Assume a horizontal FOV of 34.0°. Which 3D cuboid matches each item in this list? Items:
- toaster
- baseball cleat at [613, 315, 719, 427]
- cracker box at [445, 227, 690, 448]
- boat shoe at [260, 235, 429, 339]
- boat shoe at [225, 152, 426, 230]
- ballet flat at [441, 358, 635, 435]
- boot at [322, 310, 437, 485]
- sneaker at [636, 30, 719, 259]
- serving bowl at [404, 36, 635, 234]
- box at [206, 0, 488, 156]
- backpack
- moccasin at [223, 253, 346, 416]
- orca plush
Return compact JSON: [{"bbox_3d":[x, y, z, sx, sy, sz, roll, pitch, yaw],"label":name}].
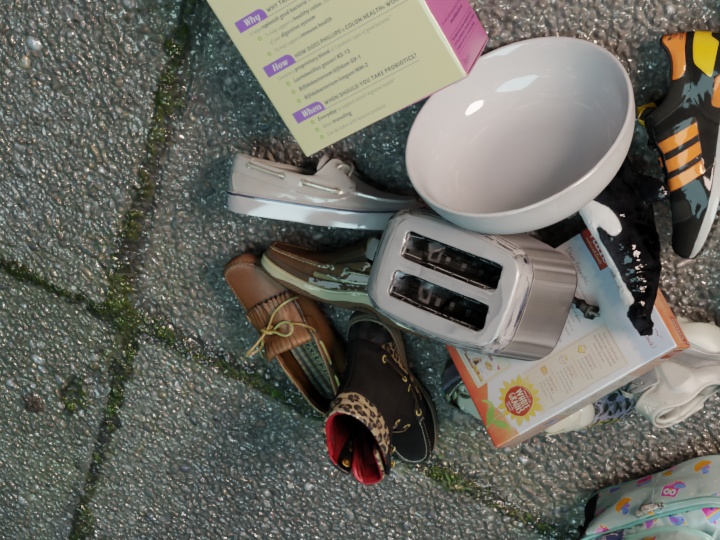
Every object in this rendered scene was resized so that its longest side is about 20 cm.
[{"bbox_3d":[0.101,0.014,1.045,0.199,0.129,0.115,23,98,29],"label":"toaster"},{"bbox_3d":[0.248,0.097,1.121,0.198,0.107,0.070,-9,147,25],"label":"baseball cleat"},{"bbox_3d":[0.186,0.061,1.100,0.199,0.058,0.135,-34,71,24],"label":"cracker box"},{"bbox_3d":[0.001,-0.001,1.181,0.200,0.075,0.076,19,106,5],"label":"boat shoe"},{"bbox_3d":[-0.031,-0.079,1.142,0.198,0.072,0.066,8,99,10],"label":"boat shoe"},{"bbox_3d":[0.176,0.136,1.195,0.198,0.072,0.073,8,122,14],"label":"ballet flat"},{"bbox_3d":[0.021,0.159,1.208,0.072,0.151,0.201,-5,125,19],"label":"boot"},{"bbox_3d":[0.279,-0.110,1.015,0.089,0.070,0.202,15,119,17],"label":"sneaker"},{"bbox_3d":[0.141,-0.105,0.999,0.198,0.202,0.066,-11,139,25],"label":"serving bowl"},{"bbox_3d":[-0.017,-0.233,1.023,0.175,0.097,0.201,-23,111,29],"label":"box"},{"bbox_3d":[0.333,0.289,1.176,0.199,0.153,0.176,-31,101,25],"label":"backpack"},{"bbox_3d":[-0.077,0.070,1.237,0.073,0.078,0.202,-20,112,28],"label":"moccasin"},{"bbox_3d":[0.229,-0.050,1.006,0.105,0.202,0.071,21,141,-33],"label":"orca plush"}]
